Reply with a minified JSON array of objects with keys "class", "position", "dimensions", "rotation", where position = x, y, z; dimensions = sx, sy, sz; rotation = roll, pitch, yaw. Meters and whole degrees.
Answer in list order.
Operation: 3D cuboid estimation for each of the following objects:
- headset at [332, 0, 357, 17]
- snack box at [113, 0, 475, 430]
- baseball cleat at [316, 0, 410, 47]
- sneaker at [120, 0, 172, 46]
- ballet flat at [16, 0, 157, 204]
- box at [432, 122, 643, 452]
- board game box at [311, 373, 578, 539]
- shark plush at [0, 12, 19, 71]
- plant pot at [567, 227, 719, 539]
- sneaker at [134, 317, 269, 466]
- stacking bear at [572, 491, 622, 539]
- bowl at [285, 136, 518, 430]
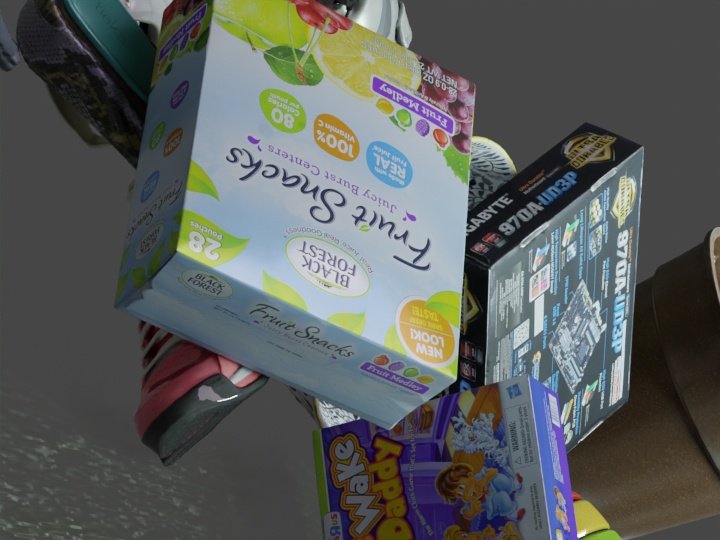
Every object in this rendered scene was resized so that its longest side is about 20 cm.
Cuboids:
[{"class":"headset","position":[-0.041,-0.191,1.702],"dimensions":[0.094,0.123,0.200],"rotation":[-63,140,-43]},{"class":"snack box","position":[-0.028,-0.041,1.365],"dimensions":[0.168,0.068,0.200],"rotation":[25,50,-25]},{"class":"baseball cleat","position":[-0.007,-0.222,1.890],"dimensions":[0.106,0.070,0.200],"rotation":[55,30,-49]},{"class":"sneaker","position":[-0.142,-0.178,1.437],"dimensions":[0.200,0.075,0.100],"rotation":[56,33,-53]},{"class":"ballet flat","position":[-0.111,-0.073,1.419],"dimensions":[0.200,0.072,0.072],"rotation":[49,23,-12]},{"class":"box","position":[0.105,0.033,1.606],"dimensions":[0.159,0.046,0.200],"rotation":[-37,139,-38]},{"class":"board game box","position":[0.052,0.171,1.443],"dimensions":[0.045,0.134,0.200],"rotation":[34,44,-58]},{"class":"shark plush","position":[-0.228,-0.170,1.300],"dimensions":[0.200,0.091,0.083],"rotation":[75,25,-53]},{"class":"plant pot","position":[0.200,0.098,1.867],"dimensions":[0.200,0.198,0.200],"rotation":[53,23,-35]},{"class":"sneaker","position":[-0.093,0.034,1.388],"dimensions":[0.087,0.074,0.200],"rotation":[47,20,-6]},{"class":"stacking bear","position":[0.116,0.184,1.694],"dimensions":[0.200,0.121,0.114],"rotation":[61,11,14]},{"class":"bowl","position":[0.000,0.000,1.557],"dimensions":[0.201,0.094,0.201],"rotation":[-38,141,-39]}]
